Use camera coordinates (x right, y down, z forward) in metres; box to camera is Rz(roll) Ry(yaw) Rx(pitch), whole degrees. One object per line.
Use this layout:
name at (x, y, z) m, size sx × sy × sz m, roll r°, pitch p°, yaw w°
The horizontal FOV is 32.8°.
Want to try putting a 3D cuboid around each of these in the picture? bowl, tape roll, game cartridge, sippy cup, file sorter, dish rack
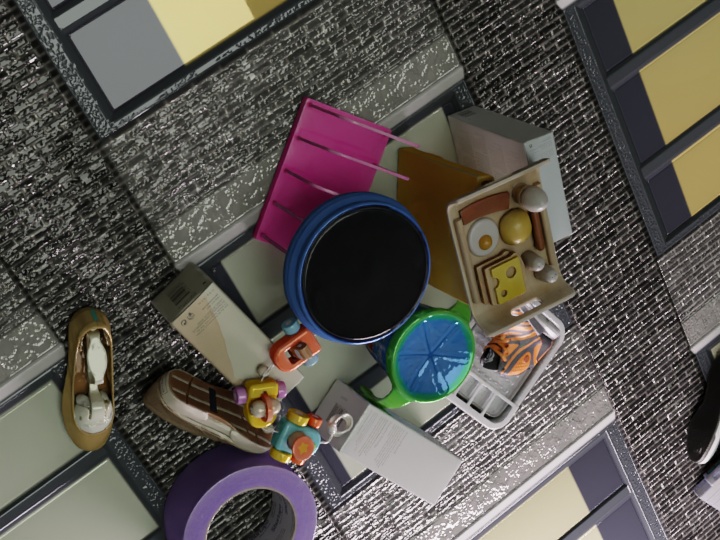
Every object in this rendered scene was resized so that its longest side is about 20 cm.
bowl at (0.000, 0.000, 1.563) m, size 0.200 × 0.039 × 0.201 m, roll -8°, pitch 110°, yaw -24°
tape roll at (-0.167, 0.347, 1.706) m, size 0.199 × 0.085 × 0.201 m, roll -9°, pitch 110°, yaw -26°
game cartridge at (0.695, 0.347, 2.168) m, size 0.130 × 0.038 × 0.200 m, roll 34°, pitch 105°, yaw -29°
game cartridge at (0.110, -0.063, 1.653) m, size 0.032 × 0.200 × 0.177 m, roll -8°, pitch 110°, yaw -27°
sippy cup at (0.072, 0.101, 1.727) m, size 0.177 × 0.130 × 0.140 m, roll -21°, pitch 116°, yaw -20°
file sorter at (-0.027, -0.103, 1.611) m, size 0.139 × 0.125 × 0.201 m, roll 17°, pitch 98°, yaw -31°
dish rack at (0.204, 0.124, 1.856) m, size 0.172 × 0.044 × 0.200 m, roll 37°, pitch 87°, yaw -31°

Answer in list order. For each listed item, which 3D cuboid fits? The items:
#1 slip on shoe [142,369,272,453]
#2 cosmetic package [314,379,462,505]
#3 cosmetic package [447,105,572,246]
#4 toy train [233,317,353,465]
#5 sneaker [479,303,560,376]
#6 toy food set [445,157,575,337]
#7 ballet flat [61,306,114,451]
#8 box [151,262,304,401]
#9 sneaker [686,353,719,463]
slip on shoe at (-0.205, 0.199, 1.655) m, size 0.061 × 0.076 × 0.200 m, roll -34°, pitch 135°, yaw 28°
cosmetic package at (0.037, 0.250, 1.770) m, size 0.200 × 0.108 × 0.085 m, roll 33°, pitch 88°, yaw -34°
cosmetic package at (0.203, -0.133, 1.680) m, size 0.052 × 0.200 × 0.151 m, roll -22°, pitch 116°, yaw -19°
toy train at (-0.079, 0.170, 1.605) m, size 0.150 × 0.056 × 0.200 m, roll -32°, pitch 119°, yaw -13°
sneaker at (0.202, 0.087, 1.774) m, size 0.200 × 0.078 × 0.112 m, roll 37°, pitch 85°, yaw -31°
toy food set at (0.198, -0.029, 1.558) m, size 0.143 × 0.060 × 0.200 m, roll -25°, pitch 116°, yaw -20°
ballet flat at (-0.345, 0.148, 1.559) m, size 0.068 × 0.063 × 0.201 m, roll -8°, pitch 110°, yaw -25°
box at (-0.173, 0.091, 1.615) m, size 0.078 × 0.095 × 0.200 m, roll -45°, pitch 120°, yaw -7°
sneaker at (0.645, 0.246, 2.112) m, size 0.120 × 0.084 × 0.201 m, roll 17°, pitch 97°, yaw -22°
